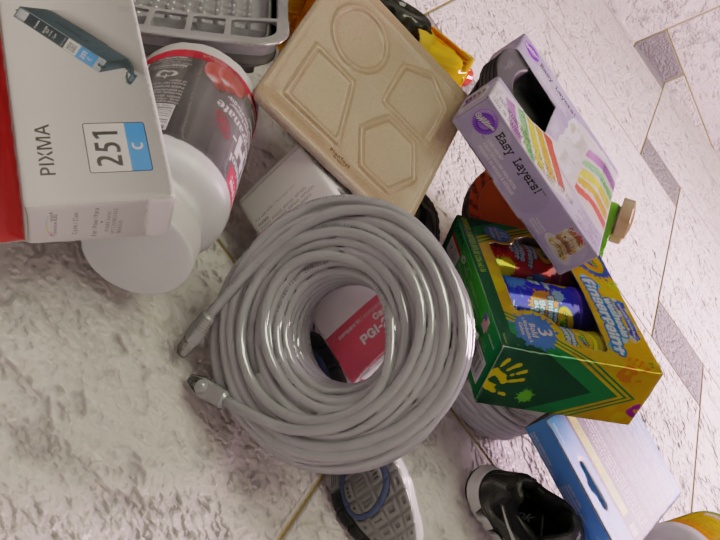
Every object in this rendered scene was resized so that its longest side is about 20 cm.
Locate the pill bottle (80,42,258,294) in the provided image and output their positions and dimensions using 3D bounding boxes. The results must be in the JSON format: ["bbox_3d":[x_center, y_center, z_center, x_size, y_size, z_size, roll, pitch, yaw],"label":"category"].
[{"bbox_3d":[-0.148,-0.080,0.710,0.110,0.110,0.202,39,36,-26],"label":"pill bottle"}]

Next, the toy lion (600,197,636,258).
[{"bbox_3d":[0.270,0.004,1.105,0.068,0.194,0.200,18,4,13],"label":"toy lion"}]

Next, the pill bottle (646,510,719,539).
[{"bbox_3d":[0.377,0.346,1.065,0.199,0.111,0.112,9,55,-51],"label":"pill bottle"}]

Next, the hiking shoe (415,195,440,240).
[{"bbox_3d":[0.013,-0.083,0.988,0.100,0.076,0.202,7,47,-41],"label":"hiking shoe"}]

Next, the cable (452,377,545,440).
[{"bbox_3d":[0.143,0.086,1.009,0.199,0.069,0.202,17,49,-47],"label":"cable"}]

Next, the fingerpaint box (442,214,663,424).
[{"bbox_3d":[0.176,0.043,0.894,0.164,0.074,0.201,11,36,-16],"label":"fingerpaint box"}]

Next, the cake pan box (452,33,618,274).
[{"bbox_3d":[0.181,-0.126,0.926,0.201,0.052,0.185,52,34,-13],"label":"cake pan box"}]

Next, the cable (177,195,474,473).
[{"bbox_3d":[-0.013,0.048,0.678,0.199,0.201,0.069,36,2,21],"label":"cable"}]

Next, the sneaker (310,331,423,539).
[{"bbox_3d":[0.008,0.141,0.772,0.087,0.074,0.202,2,61,-59],"label":"sneaker"}]

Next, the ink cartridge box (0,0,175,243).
[{"bbox_3d":[-0.226,-0.110,0.601,0.174,0.045,0.202,-6,60,-22],"label":"ink cartridge box"}]

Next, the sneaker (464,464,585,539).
[{"bbox_3d":[0.184,0.269,0.872,0.066,0.090,0.201,-39,94,-29],"label":"sneaker"}]

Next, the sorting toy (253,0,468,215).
[{"bbox_3d":[0.006,-0.155,0.835,0.185,0.036,0.201,42,54,-22],"label":"sorting toy"}]

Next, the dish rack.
[{"bbox_3d":[-0.151,-0.239,0.833,0.169,0.044,0.201,4,39,-8],"label":"dish rack"}]

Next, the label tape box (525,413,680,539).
[{"bbox_3d":[0.232,0.198,0.907,0.199,0.063,0.146,-12,71,-55],"label":"label tape box"}]

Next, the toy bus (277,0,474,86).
[{"bbox_3d":[0.032,-0.244,1.026,0.191,0.137,0.200,-3,41,-48],"label":"toy bus"}]

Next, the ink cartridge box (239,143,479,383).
[{"bbox_3d":[0.000,0.000,0.812,0.201,0.085,0.145,54,15,23],"label":"ink cartridge box"}]

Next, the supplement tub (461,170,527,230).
[{"bbox_3d":[0.184,-0.053,1.076,0.200,0.121,0.124,45,21,-73],"label":"supplement tub"}]
